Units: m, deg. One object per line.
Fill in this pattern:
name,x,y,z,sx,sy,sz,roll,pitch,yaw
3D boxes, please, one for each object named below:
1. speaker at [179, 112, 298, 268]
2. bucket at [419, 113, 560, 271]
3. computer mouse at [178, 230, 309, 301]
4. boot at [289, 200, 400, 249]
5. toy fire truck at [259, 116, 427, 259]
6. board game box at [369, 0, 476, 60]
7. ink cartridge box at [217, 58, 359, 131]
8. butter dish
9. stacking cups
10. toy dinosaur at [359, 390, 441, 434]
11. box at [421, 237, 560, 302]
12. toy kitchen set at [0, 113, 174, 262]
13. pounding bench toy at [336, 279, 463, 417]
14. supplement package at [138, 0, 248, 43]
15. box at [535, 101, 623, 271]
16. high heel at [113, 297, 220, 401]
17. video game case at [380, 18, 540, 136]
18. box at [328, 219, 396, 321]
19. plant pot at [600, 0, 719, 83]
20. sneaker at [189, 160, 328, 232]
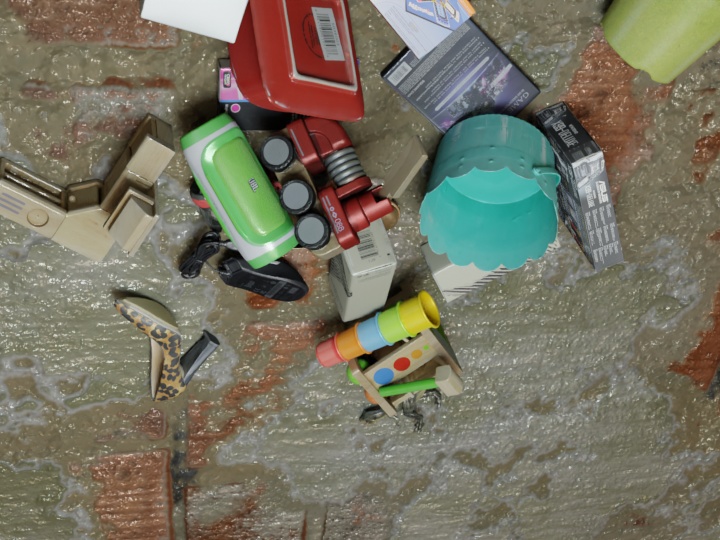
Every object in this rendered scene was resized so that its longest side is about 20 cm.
speaker,-0.162,-0.107,1.457,0.088,0.088,0.201,-28,100,6
bucket,0.189,-0.112,1.549,0.205,0.136,0.208,8,139,7
computer mouse,-0.158,-0.015,1.596,0.198,0.047,0.140,14,150,-19
boot,-0.032,-0.063,1.601,0.198,0.076,0.074,-6,123,-11
toy fire truck,-0.014,-0.133,1.423,0.198,0.129,0.178,-25,81,4
board game box,0.055,-0.385,1.429,0.103,0.020,0.200,-37,118,13
ink cartridge box,-0.098,-0.242,1.490,0.198,0.037,0.096,-4,124,-14
butter dish,-0.106,-0.278,1.382,0.147,0.202,0.198,-15,171,37
stacking cups,0.020,0.095,1.625,0.199,0.061,0.061,-25,127,22
toy dinosaur,0.092,0.220,1.842,0.200,0.048,0.088,-41,117,10
box,0.200,-0.037,1.673,0.198,0.082,0.069,-26,127,6
toy kitchen set,-0.366,-0.116,1.426,0.179,0.164,0.200,28,113,-28
pounding bench toy,0.061,0.149,1.689,0.155,0.201,0.124,-33,125,9
supplement package,-0.195,-0.372,1.275,0.116,0.201,0.118,12,120,-21
box,0.323,-0.124,1.598,0.049,0.158,0.201,-21,125,1
high heel,-0.327,0.126,1.652,0.143,0.072,0.199,-47,131,11
video game case,0.145,-0.267,1.543,0.143,0.019,0.199,-43,123,16
box,0.000,0.000,1.579,0.068,0.083,0.200,-16,159,-11
plant pot,0.430,-0.364,1.462,0.199,0.202,0.185,20,128,-25
sneaker,-0.139,-0.103,1.549,0.198,0.071,0.099,-12,125,-3
